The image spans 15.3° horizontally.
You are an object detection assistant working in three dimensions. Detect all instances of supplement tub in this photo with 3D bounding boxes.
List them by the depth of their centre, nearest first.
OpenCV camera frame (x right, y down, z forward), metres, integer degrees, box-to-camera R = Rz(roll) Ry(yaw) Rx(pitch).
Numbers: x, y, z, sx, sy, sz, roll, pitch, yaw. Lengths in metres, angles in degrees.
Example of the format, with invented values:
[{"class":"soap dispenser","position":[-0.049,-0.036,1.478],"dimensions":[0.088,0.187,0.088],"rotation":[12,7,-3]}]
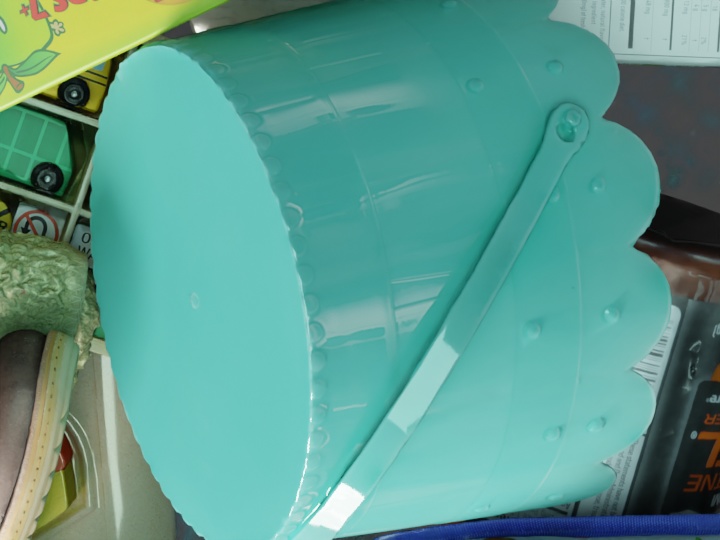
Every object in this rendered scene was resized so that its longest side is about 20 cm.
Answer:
[{"class":"supplement tub","position":[0.093,0.073,1.053],"dimensions":[0.106,0.107,0.202],"rotation":[14,104,-2]}]

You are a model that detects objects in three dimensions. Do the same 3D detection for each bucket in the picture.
[{"class":"bucket","position":[0.000,0.000,0.934],"dimensions":[0.134,0.207,0.209],"rotation":[-12,105,-26]}]

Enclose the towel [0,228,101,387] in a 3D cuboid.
[{"class":"towel","position":[-0.187,0.054,1.031],"dimensions":[0.147,0.037,0.201],"rotation":[16,126,-7]}]

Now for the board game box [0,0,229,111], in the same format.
[{"class":"board game box","position":[-0.065,-0.116,0.935],"dimensions":[0.199,0.102,0.048],"rotation":[-24,103,18]}]

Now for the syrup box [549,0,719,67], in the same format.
[{"class":"syrup box","position":[0.130,-0.121,1.020],"dimensions":[0.198,0.079,0.082],"rotation":[1,103,1]}]

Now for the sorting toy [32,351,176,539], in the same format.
[{"class":"sorting toy","position":[-0.180,0.043,1.088],"dimensions":[0.198,0.036,0.187],"rotation":[-3,103,2]}]

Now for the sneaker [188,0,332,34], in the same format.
[{"class":"sneaker","position":[-0.024,-0.172,1.010],"dimensions":[0.075,0.089,0.202],"rotation":[7,110,9]}]

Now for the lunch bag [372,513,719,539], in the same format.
[{"class":"lunch bag","position":[0.075,0.185,0.976],"dimensions":[0.199,0.124,0.171],"rotation":[-1,117,29]}]

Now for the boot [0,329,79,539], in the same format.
[{"class":"boot","position":[-0.205,0.071,0.976],"dimensions":[0.165,0.073,0.200],"rotation":[23,130,-15]}]

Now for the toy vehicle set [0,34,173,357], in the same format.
[{"class":"toy vehicle set","position":[-0.078,-0.026,1.047],"dimensions":[0.199,0.027,0.125],"rotation":[18,93,-13]}]
